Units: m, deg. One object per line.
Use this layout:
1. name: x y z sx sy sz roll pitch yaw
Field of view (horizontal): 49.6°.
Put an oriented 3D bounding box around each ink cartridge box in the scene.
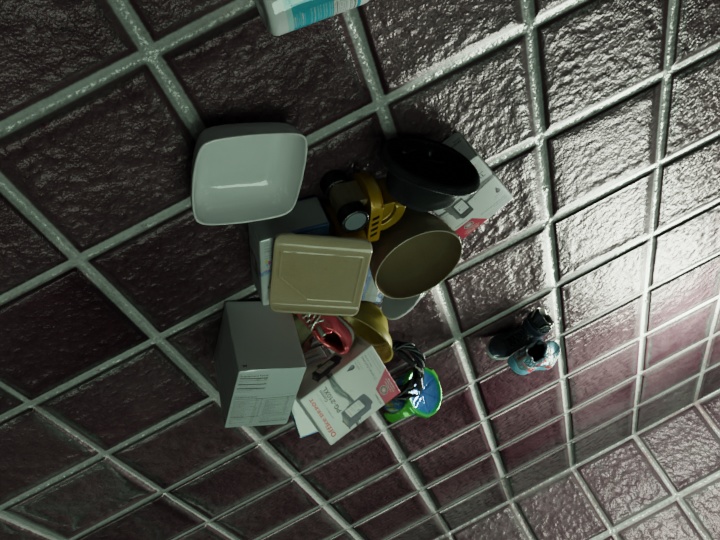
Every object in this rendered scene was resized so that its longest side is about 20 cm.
1. ink cartridge box: -0.122 0.282 1.867 0.128 0.200 0.126 -19 112 -11
2. ink cartridge box: -0.035 0.266 1.734 0.200 0.084 0.145 -36 114 -11
3. ink cartridge box: -0.143 -0.036 1.555 0.144 0.085 0.201 -15 144 -17
4. ink cartridge box: 0.207 -0.173 1.616 0.145 0.084 0.200 -39 143 14

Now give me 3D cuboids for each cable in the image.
1. cable: 0.068 0.258 2.012 0.199 0.051 0.164 3 105 0

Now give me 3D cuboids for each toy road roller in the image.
1. toy road roller: 0.006 -0.103 1.536 0.145 0.123 0.201 -14 142 -19

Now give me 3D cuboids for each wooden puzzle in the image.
1. wooden puzzle: -0.081 0.007 1.515 0.184 0.037 0.201 4 135 -8

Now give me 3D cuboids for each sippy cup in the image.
1. sippy cup: 0.132 0.341 2.142 0.177 0.140 0.130 3 164 -42

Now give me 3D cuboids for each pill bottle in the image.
1. pill bottle: -0.055 -0.423 1.120 0.199 0.111 0.111 -23 144 -8

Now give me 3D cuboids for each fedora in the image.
1. fedora: 0.121 -0.171 1.471 0.200 0.201 0.092 -4 135 -29

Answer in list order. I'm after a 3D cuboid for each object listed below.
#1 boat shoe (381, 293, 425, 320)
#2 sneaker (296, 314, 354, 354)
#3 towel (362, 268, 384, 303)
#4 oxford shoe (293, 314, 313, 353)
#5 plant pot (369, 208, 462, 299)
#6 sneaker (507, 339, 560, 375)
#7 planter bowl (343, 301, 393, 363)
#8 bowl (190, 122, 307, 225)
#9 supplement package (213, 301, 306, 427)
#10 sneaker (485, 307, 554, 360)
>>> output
1. boat shoe: 0.124 0.037 1.800 0.200 0.072 0.066 -55 157 -12
2. sneaker: -0.087 0.103 1.670 0.200 0.087 0.074 42 106 -14
3. towel: 0.000 0.000 1.708 0.199 0.024 0.147 11 110 -42
4. oxford shoe: -0.133 0.114 1.758 0.074 0.071 0.201 6 127 -24
5. plant pot: 0.097 -0.056 1.644 0.199 0.135 0.201 -17 142 -14
6. sneaker: 0.511 0.237 2.196 0.199 0.080 0.096 -15 154 -39
7. planter bowl: 0.000 0.125 1.809 0.084 0.199 0.201 -61 156 -29
8. bowl: -0.203 -0.177 1.353 0.199 0.075 0.200 -10 140 -25
9. supplement package: -0.224 0.201 1.687 0.146 0.192 0.201 0 136 -22
10. sneaker: 0.454 0.175 2.194 0.202 0.077 0.146 -19 156 -29
